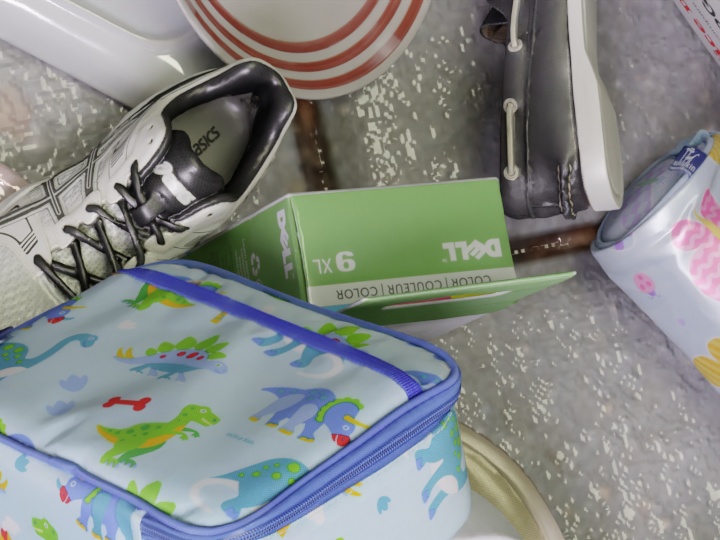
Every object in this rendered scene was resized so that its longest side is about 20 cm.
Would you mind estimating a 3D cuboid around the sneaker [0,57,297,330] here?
[{"bbox_3d":[-0.104,-0.027,1.202,0.076,0.088,0.200,46,59,-10],"label":"sneaker"}]

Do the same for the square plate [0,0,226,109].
[{"bbox_3d":[-0.123,-0.193,1.293,0.197,0.028,0.201,27,69,-16],"label":"square plate"}]

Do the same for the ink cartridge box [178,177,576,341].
[{"bbox_3d":[0.000,0.000,1.210,0.103,0.200,0.060,-5,81,-25],"label":"ink cartridge box"}]

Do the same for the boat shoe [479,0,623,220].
[{"bbox_3d":[0.088,-0.119,1.354,0.060,0.074,0.202,-9,73,12],"label":"boat shoe"}]

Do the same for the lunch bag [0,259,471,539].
[{"bbox_3d":[-0.063,0.068,1.092,0.160,0.199,0.083,-29,124,-35],"label":"lunch bag"}]

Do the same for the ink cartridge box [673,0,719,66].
[{"bbox_3d":[0.212,-0.153,1.335,0.084,0.200,0.145,-36,95,-6],"label":"ink cartridge box"}]

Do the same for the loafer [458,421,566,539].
[{"bbox_3d":[0.061,0.146,1.276,0.200,0.076,0.068,48,59,-8],"label":"loafer"}]

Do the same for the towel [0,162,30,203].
[{"bbox_3d":[-0.204,0.034,1.207,0.191,0.032,0.201,38,67,-13],"label":"towel"}]

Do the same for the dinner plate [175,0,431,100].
[{"bbox_3d":[-0.034,-0.181,1.306,0.199,0.024,0.202,1,88,-46],"label":"dinner plate"}]

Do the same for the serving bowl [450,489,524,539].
[{"bbox_3d":[-0.027,0.144,1.183,0.199,0.201,0.066,-18,63,-26],"label":"serving bowl"}]

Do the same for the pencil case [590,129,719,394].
[{"bbox_3d":[0.204,0.026,1.363,0.200,0.083,0.091,48,51,-8],"label":"pencil case"}]
